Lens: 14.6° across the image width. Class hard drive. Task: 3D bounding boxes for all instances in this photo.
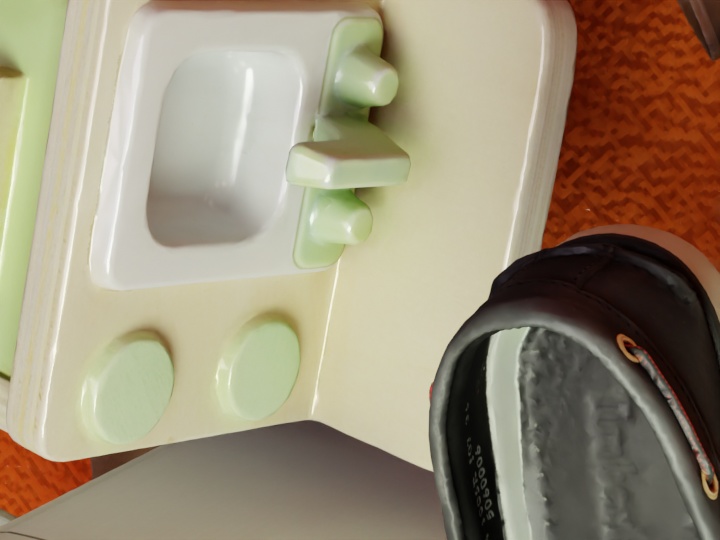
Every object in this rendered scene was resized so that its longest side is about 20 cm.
[{"bbox_3d":[-0.003,0.070,0.788,0.131,0.200,0.027,10,109,30],"label":"hard drive"}]

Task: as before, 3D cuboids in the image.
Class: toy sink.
[{"bbox_3d":[-0.063,-0.030,0.730,0.200,0.112,0.131,23,109,38],"label":"toy sink"}]

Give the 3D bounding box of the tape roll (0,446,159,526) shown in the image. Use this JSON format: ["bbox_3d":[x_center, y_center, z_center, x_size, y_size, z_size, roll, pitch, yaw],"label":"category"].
[{"bbox_3d":[-0.111,0.040,0.853,0.037,0.203,0.203,-37,83,35],"label":"tape roll"}]

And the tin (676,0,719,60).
[{"bbox_3d":[0.064,-0.152,0.734,0.042,0.112,0.201,-25,90,10],"label":"tin"}]

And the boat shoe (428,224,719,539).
[{"bbox_3d":[0.059,0.094,0.598,0.073,0.063,0.202,-6,102,32],"label":"boat shoe"}]
